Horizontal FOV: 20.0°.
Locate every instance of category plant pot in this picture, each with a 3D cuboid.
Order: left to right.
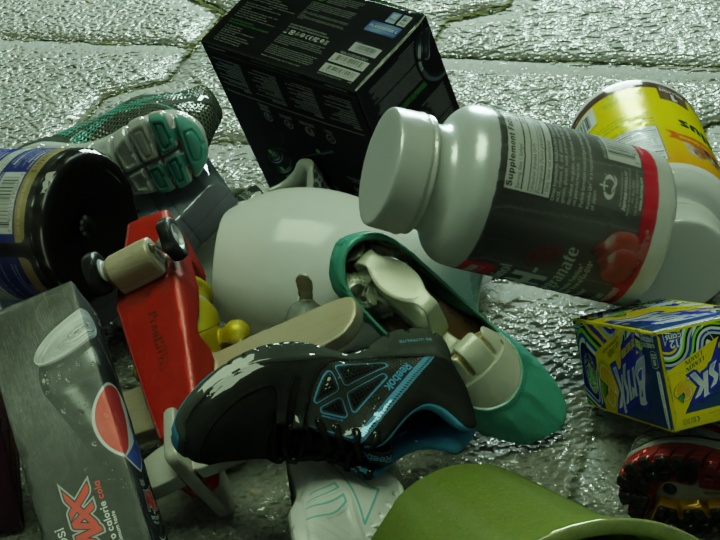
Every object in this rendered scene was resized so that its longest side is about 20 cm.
[{"bbox_3d":[0.088,0.197,1.121,0.198,0.202,0.190,-17,20,-15],"label":"plant pot"}]

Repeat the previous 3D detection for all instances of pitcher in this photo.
[{"bbox_3d":[0.000,0.000,1.510,0.198,0.123,0.172,4,8,7],"label":"pitcher"}]

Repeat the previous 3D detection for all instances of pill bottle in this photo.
[{"bbox_3d":[-0.272,-0.035,1.511,0.198,0.113,0.112,2,32,34],"label":"pill bottle"},{"bbox_3d":[0.104,-0.049,1.384,0.198,0.111,0.111,13,28,-16],"label":"pill bottle"},{"bbox_3d":[0.221,-0.055,1.534,0.108,0.110,0.201,-7,32,1],"label":"pill bottle"}]

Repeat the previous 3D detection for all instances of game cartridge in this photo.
[{"bbox_3d":[-0.191,-0.020,1.566,0.200,0.041,0.133,-39,38,0],"label":"game cartridge"}]

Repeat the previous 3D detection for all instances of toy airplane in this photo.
[{"bbox_3d":[-0.112,0.077,1.396,0.199,0.141,0.201,22,82,28],"label":"toy airplane"}]

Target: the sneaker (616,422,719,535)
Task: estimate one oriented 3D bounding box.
[{"bbox_3d":[0.265,0.117,1.282,0.198,0.078,0.082,4,32,18],"label":"sneaker"}]

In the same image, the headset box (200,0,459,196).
[{"bbox_3d":[-0.007,-0.116,1.608,0.173,0.201,0.093,22,58,40],"label":"headset box"}]

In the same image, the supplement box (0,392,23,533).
[{"bbox_3d":[-0.306,0.078,1.353,0.130,0.202,0.103,-12,32,-6],"label":"supplement box"}]

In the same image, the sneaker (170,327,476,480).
[{"bbox_3d":[-0.020,0.090,1.277,0.198,0.074,0.082,-12,49,-21],"label":"sneaker"}]

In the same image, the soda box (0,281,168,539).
[{"bbox_3d":[-0.178,0.114,1.296,0.070,0.063,0.201,-21,68,1],"label":"soda box"}]

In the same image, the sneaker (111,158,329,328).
[{"bbox_3d":[-0.111,-0.018,1.578,0.199,0.081,0.076,-27,40,-21],"label":"sneaker"}]

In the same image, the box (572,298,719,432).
[{"bbox_3d":[0.198,0.059,1.321,0.069,0.065,0.200,-12,2,-8],"label":"box"}]

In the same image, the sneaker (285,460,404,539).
[{"bbox_3d":[-0.006,0.163,1.278,0.079,0.071,0.201,-5,31,0],"label":"sneaker"}]

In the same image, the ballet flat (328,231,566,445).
[{"bbox_3d":[0.055,0.045,1.375,0.200,0.070,0.067,40,84,10],"label":"ballet flat"}]

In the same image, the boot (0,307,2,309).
[{"bbox_3d":[-0.353,0.053,1.487,0.200,0.096,0.073,-39,10,-39],"label":"boot"}]

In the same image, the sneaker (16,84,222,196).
[{"bbox_3d":[-0.186,-0.092,1.567,0.198,0.078,0.091,-11,27,29],"label":"sneaker"}]
